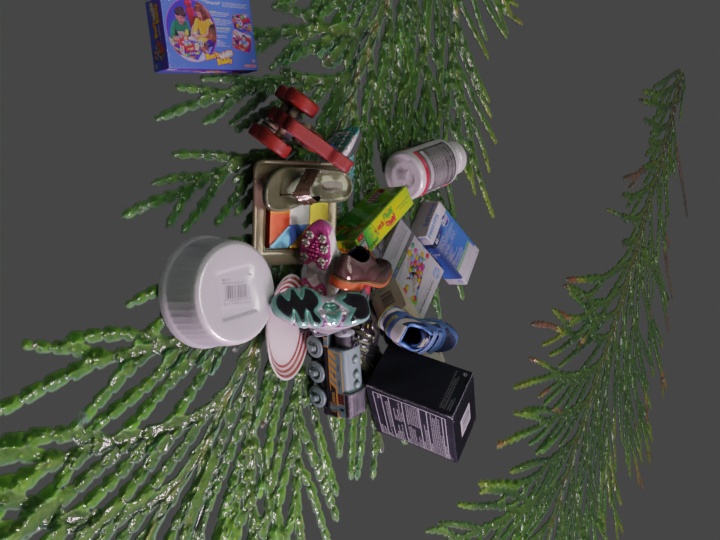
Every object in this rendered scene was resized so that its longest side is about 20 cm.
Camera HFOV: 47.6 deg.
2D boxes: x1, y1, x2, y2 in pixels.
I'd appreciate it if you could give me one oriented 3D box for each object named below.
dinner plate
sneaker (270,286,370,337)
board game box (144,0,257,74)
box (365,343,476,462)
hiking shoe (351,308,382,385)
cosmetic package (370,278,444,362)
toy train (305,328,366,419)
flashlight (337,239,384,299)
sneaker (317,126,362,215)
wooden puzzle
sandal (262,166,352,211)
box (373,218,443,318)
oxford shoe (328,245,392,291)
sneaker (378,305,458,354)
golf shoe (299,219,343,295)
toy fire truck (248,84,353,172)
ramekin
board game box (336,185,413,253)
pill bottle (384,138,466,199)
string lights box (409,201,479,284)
[{"bbox_3d":[-0.142,0.108,1.563,0.200,0.024,0.203,3,90,-70],"label":"dinner plate"},{"bbox_3d":[-0.095,0.089,1.527,0.198,0.140,0.079,8,67,-29],"label":"sneaker"},{"bbox_3d":[-0.276,-0.418,1.436,0.199,0.044,0.136,-13,100,-47],"label":"board game box"},{"bbox_3d":[0.132,0.279,1.728,0.124,0.196,0.201,-59,154,-31],"label":"box"},{"bbox_3d":[-0.009,0.156,1.706,0.100,0.075,0.202,-34,115,-46],"label":"hiking shoe"},{"bbox_3d":[0.102,0.126,1.790,0.200,0.073,0.104,54,9,-38],"label":"cosmetic package"},{"bbox_3d":[-0.045,0.200,1.628,0.085,0.113,0.203,-19,111,-47],"label":"toy train"},{"bbox_3d":[0.000,0.000,1.696,0.068,0.067,0.201,87,13,-47],"label":"flashlight"},{"bbox_3d":[-0.044,-0.201,1.678,0.091,0.077,0.202,41,70,-44],"label":"sneaker"},{"bbox_3d":[-0.120,-0.108,1.560,0.183,0.037,0.203,-3,104,-34],"label":"wooden puzzle"},{"bbox_3d":[-0.093,-0.156,1.518,0.199,0.057,0.081,-12,103,-33],"label":"sandal"},{"bbox_3d":[0.100,0.005,1.854,0.200,0.041,0.157,48,57,-38],"label":"box"},{"bbox_3d":[0.014,-0.010,1.586,0.199,0.071,0.073,-15,125,-62],"label":"oxford shoe"},{"bbox_3d":[0.129,0.138,1.690,0.198,0.082,0.075,16,107,-33],"label":"sneaker"},{"bbox_3d":[-0.067,-0.024,1.572,0.091,0.075,0.202,-40,148,-40],"label":"golf shoe"},{"bbox_3d":[-0.104,-0.247,1.510,0.167,0.200,0.113,35,93,-23],"label":"toy fire truck"},{"bbox_3d":[-0.245,0.038,1.431,0.199,0.097,0.203,0,91,-47],"label":"ramekin"},{"bbox_3d":[0.016,-0.101,1.715,0.200,0.101,0.048,-48,123,-36],"label":"board game box"},{"bbox_3d":[0.155,-0.237,1.863,0.199,0.110,0.112,-26,109,-44],"label":"pill bottle"},{"bbox_3d":[0.201,-0.064,1.950,0.200,0.059,0.104,45,58,-38],"label":"string lights box"}]
